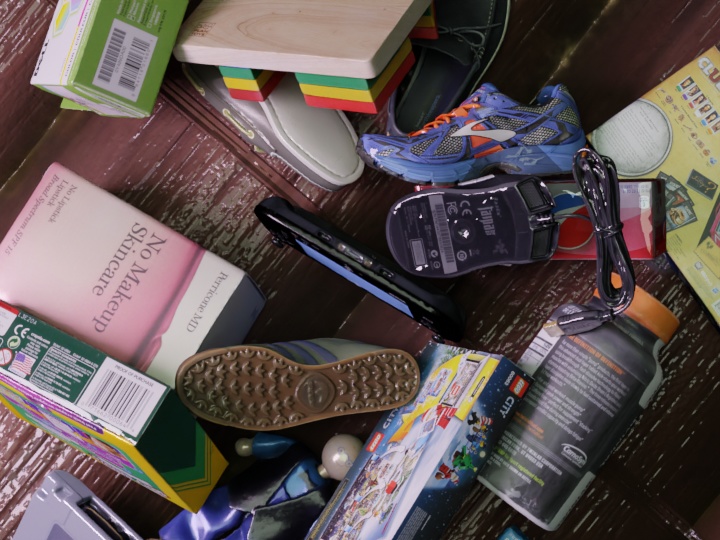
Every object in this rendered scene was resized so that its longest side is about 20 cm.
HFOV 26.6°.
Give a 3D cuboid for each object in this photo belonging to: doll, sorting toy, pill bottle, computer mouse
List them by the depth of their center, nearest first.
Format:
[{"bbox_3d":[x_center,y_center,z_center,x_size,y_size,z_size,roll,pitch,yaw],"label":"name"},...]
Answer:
[{"bbox_3d":[0.124,-0.013,1.197,0.199,0.046,0.141,-13,100,27],"label":"computer mouse"},{"bbox_3d":[0.172,0.100,1.226,0.106,0.106,0.201,36,89,12],"label":"pill bottle"},{"bbox_3d":[-0.021,-0.216,1.266,0.199,0.070,0.199,9,49,32],"label":"sorting toy"},{"bbox_3d":[-0.077,0.206,1.284,0.199,0.048,0.137,-35,76,-2],"label":"doll"}]

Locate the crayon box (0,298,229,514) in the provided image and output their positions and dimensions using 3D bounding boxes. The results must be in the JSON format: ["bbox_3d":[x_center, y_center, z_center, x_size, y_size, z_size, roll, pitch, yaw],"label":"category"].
[{"bbox_3d":[-0.221,0.108,1.239,0.199,0.173,0.059,25,72,21],"label":"crayon box"}]

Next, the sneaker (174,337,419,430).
[{"bbox_3d":[-0.058,0.092,1.251,0.199,0.090,0.068,-2,91,-15],"label":"sneaker"}]

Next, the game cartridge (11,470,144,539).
[{"bbox_3d":[-0.214,0.278,1.274,0.200,0.041,0.134,40,115,18],"label":"game cartridge"}]

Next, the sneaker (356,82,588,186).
[{"bbox_3d":[0.091,-0.114,1.254,0.198,0.075,0.079,-6,99,-16],"label":"sneaker"}]

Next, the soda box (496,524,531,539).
[{"bbox_3d":[0.174,0.296,1.220,0.200,0.068,0.064,42,90,12],"label":"soda box"}]

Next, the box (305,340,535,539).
[{"bbox_3d":[0.045,0.154,1.211,0.038,0.136,0.201,36,79,-19],"label":"box"}]

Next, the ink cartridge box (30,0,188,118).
[{"bbox_3d":[-0.226,-0.212,1.290,0.075,0.200,0.149,21,85,-32],"label":"ink cartridge box"}]

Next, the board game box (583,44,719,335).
[{"bbox_3d":[0.297,-0.067,1.265,0.135,0.035,0.201,-34,78,4],"label":"board game box"}]

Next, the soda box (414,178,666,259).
[{"bbox_3d":[0.147,-0.042,1.248,0.198,0.070,0.064,0,96,20],"label":"soda box"}]

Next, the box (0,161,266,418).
[{"bbox_3d":[-0.200,0.019,1.292,0.199,0.109,0.128,29,80,12],"label":"box"}]

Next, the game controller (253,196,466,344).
[{"bbox_3d":[0.000,0.000,1.269,0.199,0.104,0.042,30,92,12],"label":"game controller"}]

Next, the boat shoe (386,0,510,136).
[{"bbox_3d":[0.075,-0.190,1.305,0.074,0.062,0.201,22,85,13],"label":"boat shoe"}]

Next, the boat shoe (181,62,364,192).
[{"bbox_3d":[-0.078,-0.140,1.325,0.202,0.060,0.072,46,50,8],"label":"boat shoe"}]
